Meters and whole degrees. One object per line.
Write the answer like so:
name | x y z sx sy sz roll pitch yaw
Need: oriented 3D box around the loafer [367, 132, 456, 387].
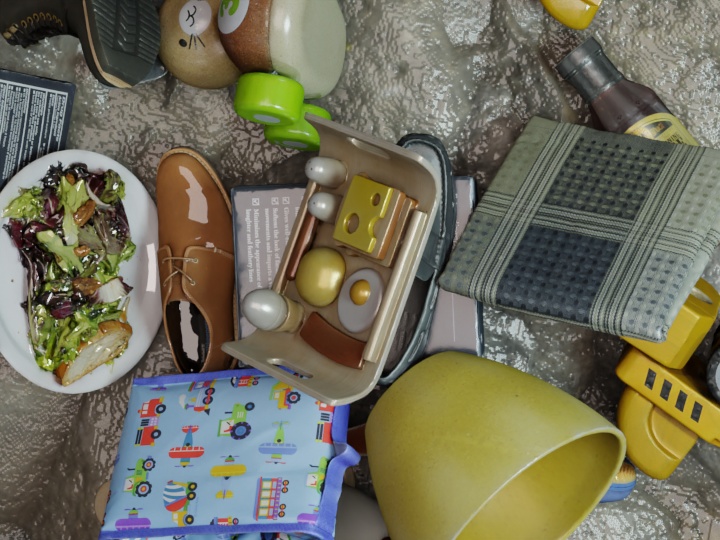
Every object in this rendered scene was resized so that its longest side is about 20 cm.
loafer | 0.036 -0.007 1.634 0.068 0.070 0.201 9 93 4

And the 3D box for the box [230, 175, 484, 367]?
box | 0.000 0.000 1.726 0.200 0.107 0.149 -2 91 5

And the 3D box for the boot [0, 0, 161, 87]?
boot | -0.241 -0.198 1.712 0.138 0.077 0.200 -34 45 25

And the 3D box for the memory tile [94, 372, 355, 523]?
memory tile | -0.116 0.190 1.787 0.200 0.017 0.154 27 94 3

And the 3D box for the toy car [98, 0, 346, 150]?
toy car | -0.120 -0.199 1.717 0.200 0.158 0.165 7 80 16

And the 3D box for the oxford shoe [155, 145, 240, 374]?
oxford shoe | -0.139 -0.004 1.745 0.071 0.071 0.200 -9 93 22

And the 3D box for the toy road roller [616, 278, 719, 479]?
toy road roller | 0.241 0.075 1.699 0.200 0.123 0.146 36 106 4

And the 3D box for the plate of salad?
plate of salad | -0.226 0.001 1.714 0.048 0.200 0.201 1 93 45

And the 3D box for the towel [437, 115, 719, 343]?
towel | 0.183 -0.034 1.638 0.192 0.035 0.200 13 52 26

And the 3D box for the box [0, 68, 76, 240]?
box | -0.340 -0.073 1.697 0.123 0.198 0.200 12 93 19

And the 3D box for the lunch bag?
lunch bag | -0.092 0.154 1.663 0.200 0.094 0.151 -12 51 28

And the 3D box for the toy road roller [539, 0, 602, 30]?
toy road roller | 0.166 -0.286 1.699 0.200 0.123 0.146 29 105 2

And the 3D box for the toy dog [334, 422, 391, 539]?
toy dog | -0.015 0.187 1.705 0.200 0.096 0.132 35 64 9

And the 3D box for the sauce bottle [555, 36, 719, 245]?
sauce bottle | 0.237 -0.103 1.725 0.066 0.066 0.200 -42 88 5

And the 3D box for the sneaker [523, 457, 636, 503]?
sneaker | 0.130 0.186 1.748 0.200 0.075 0.088 2 104 11

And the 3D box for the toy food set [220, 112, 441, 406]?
toy food set | -0.028 -0.011 1.605 0.143 0.060 0.200 23 96 46

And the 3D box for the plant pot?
plant pot | 0.086 0.146 1.629 0.200 0.200 0.142 -44 64 5
